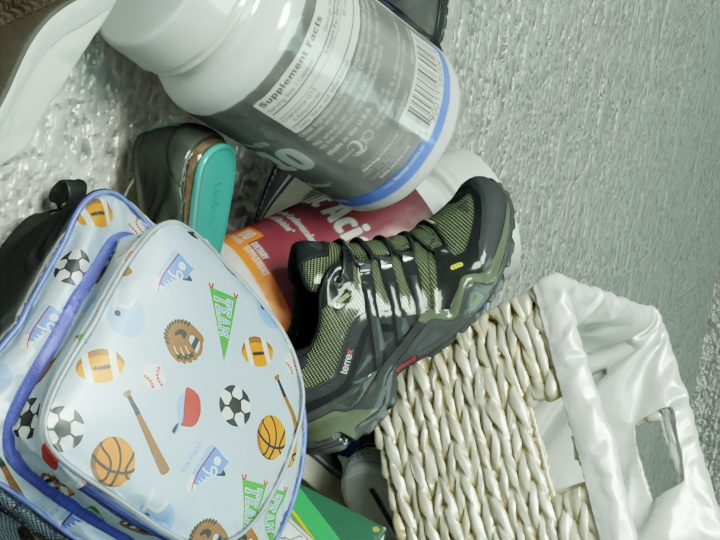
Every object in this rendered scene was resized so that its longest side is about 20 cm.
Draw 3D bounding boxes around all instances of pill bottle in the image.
[{"bbox_3d":[-0.044,-0.123,0.774,0.199,0.113,0.115,29,75,-42],"label":"pill bottle"},{"bbox_3d":[0.000,0.000,0.900,0.198,0.114,0.115,-25,132,-21],"label":"pill bottle"}]

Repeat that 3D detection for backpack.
[{"bbox_3d":[-0.113,0.076,0.691,0.191,0.153,0.202,48,56,-32],"label":"backpack"}]

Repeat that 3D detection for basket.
[{"bbox_3d":[0.127,0.132,0.897,0.199,0.159,0.201,16,56,-56],"label":"basket"}]

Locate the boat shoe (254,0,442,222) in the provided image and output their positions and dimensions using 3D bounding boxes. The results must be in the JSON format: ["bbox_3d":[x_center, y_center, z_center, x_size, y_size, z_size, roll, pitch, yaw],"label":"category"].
[{"bbox_3d":[-0.030,-0.104,0.939,0.201,0.093,0.074,-52,154,22],"label":"boat shoe"}]

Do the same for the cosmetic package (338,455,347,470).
[{"bbox_3d":[0.010,0.195,1.144,0.074,0.102,0.201,79,32,-45],"label":"cosmetic package"}]

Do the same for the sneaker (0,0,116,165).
[{"bbox_3d":[-0.169,-0.109,0.647,0.085,0.072,0.201,-56,-174,50],"label":"sneaker"}]

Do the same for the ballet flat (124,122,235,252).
[{"bbox_3d":[-0.114,0.010,0.806,0.068,0.068,0.203,-19,121,-61],"label":"ballet flat"}]

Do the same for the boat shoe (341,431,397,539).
[{"bbox_3d":[0.053,0.190,0.952,0.202,0.071,0.071,67,32,-25],"label":"boat shoe"}]

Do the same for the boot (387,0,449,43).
[{"bbox_3d":[0.008,-0.212,0.969,0.130,0.070,0.202,-5,128,-42],"label":"boot"}]

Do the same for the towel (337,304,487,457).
[{"bbox_3d":[0.026,0.055,1.056,0.024,0.143,0.203,-5,107,-57],"label":"towel"}]

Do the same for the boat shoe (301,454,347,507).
[{"bbox_3d":[-0.042,0.120,1.009,0.200,0.073,0.094,69,29,-68],"label":"boat shoe"}]

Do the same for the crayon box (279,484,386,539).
[{"bbox_3d":[-0.108,0.185,0.771,0.200,0.171,0.059,-43,150,-47],"label":"crayon box"}]

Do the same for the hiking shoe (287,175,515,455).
[{"bbox_3d":[0.010,0.008,0.801,0.101,0.075,0.201,46,76,-22],"label":"hiking shoe"}]
